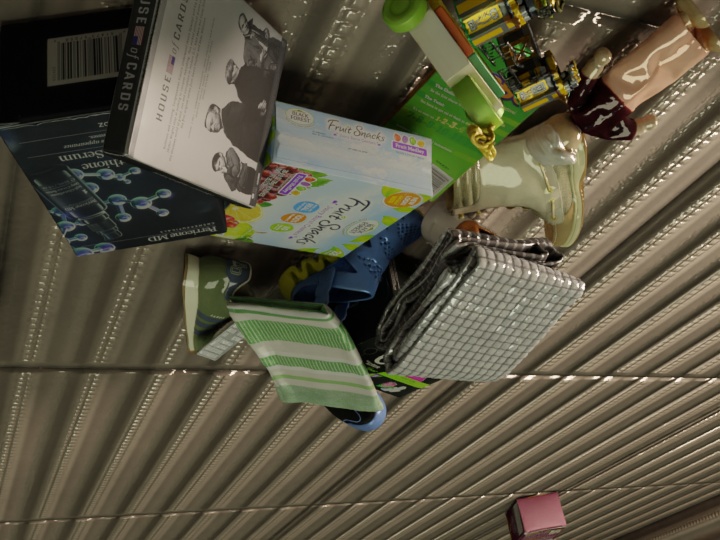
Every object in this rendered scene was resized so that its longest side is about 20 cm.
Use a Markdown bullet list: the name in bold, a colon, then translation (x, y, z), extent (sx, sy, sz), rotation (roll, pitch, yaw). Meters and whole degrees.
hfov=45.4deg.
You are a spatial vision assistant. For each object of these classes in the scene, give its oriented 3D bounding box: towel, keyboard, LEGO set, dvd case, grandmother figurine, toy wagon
- **towel**: translation (-0.068, 0.107, 1.060), extent (0.151, 0.024, 0.201), rotation (3, 138, 25)
- **keyboard**: translation (-0.120, 0.047, 1.090), extent (0.199, 0.011, 0.056), rotation (-39, 165, 4)
- **LEGO set**: translation (0.138, -0.220, 0.644), extent (0.115, 0.155, 0.200), rotation (-22, 153, 21)
- **dvd case**: translation (-0.115, -0.138, 0.652), extent (0.024, 0.152, 0.200), rotation (10, 177, 19)
- **grandmother figurine**: translation (0.248, -0.170, 0.832), extent (0.199, 0.061, 0.121), rotation (-37, 121, 23)
- **towel**: translation (0.128, 0.039, 0.980), extent (0.164, 0.086, 0.201), rotation (10, 132, -28)
- **toy wagon**: translation (0.065, -0.167, 0.656), extent (0.039, 0.201, 0.155), rotation (-36, 145, 15)

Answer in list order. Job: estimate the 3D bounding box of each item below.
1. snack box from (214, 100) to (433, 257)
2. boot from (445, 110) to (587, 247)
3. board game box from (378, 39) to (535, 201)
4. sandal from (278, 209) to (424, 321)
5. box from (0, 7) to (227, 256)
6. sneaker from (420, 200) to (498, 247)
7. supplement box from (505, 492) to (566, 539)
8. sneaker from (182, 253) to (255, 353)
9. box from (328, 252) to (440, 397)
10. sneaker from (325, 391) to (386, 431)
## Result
- **snack box**: translation (-0.048, -0.082, 0.860), extent (0.167, 0.068, 0.200), rotation (9, 161, -27)
- **boot**: translation (0.172, -0.086, 0.974), extent (0.153, 0.073, 0.201), rotation (-13, 144, 2)
- **board game box**: translation (0.096, -0.153, 0.834), extent (0.095, 0.030, 0.200), rotation (35, 137, -15)
- **sandal**: translation (0.000, 0.000, 1.032), extent (0.199, 0.087, 0.079), rotation (-37, 143, 11)
- **box**: translation (-0.208, -0.115, 0.753), extent (0.147, 0.108, 0.201), rotation (-10, 152, -3)
- **sneaker**: translation (0.143, -0.013, 1.057), extent (0.073, 0.084, 0.200), rotation (-55, 148, 1)
- **supplement box**: translation (0.514, 0.738, 2.543), extent (0.129, 0.104, 0.201), rotation (-7, 152, -6)
- **sneaker**: translation (-0.178, 0.048, 1.095), extent (0.089, 0.068, 0.201), rotation (0, 147, -9)
- **box**: translation (0.042, 0.074, 1.163), extent (0.148, 0.125, 0.199), rotation (-28, 146, 29)
- **sneaker**: translation (-0.050, 0.151, 1.213), extent (0.070, 0.199, 0.078), rotation (-52, 149, -2)
